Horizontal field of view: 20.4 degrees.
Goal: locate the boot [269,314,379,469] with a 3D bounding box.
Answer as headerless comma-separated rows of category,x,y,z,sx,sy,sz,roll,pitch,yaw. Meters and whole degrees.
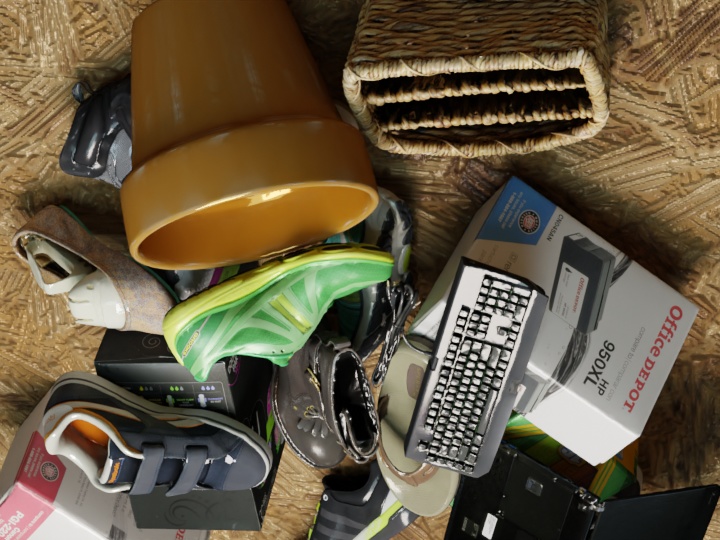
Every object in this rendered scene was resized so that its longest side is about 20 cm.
boot,-0.027,0.120,1.728,0.069,0.174,0.201,-20,119,-13

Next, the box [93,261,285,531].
box,-0.147,0.112,1.792,0.123,0.149,0.201,-1,127,12

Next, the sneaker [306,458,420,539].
sneaker,-0.014,0.234,1.930,0.200,0.072,0.083,-38,89,30

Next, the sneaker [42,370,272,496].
sneaker,-0.175,0.156,1.687,0.198,0.080,0.079,18,128,-4

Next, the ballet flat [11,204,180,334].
ballet flat,-0.233,0.011,1.715,0.199,0.067,0.069,32,138,40

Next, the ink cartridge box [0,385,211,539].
ink cartridge box,-0.244,0.227,1.897,0.199,0.146,0.085,33,124,-15

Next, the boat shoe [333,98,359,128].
boat shoe,-0.078,-0.064,1.698,0.071,0.070,0.200,32,126,-16

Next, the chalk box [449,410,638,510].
chalk box,0.138,0.159,1.796,0.125,0.124,0.200,40,123,-20

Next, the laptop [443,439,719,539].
laptop,0.188,0.225,1.753,0.199,0.103,0.178,30,131,21

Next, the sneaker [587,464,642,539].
sneaker,0.175,0.253,1.870,0.199,0.109,0.070,-31,116,28

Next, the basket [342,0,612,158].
basket,0.095,-0.141,1.561,0.198,0.150,0.144,-3,126,10

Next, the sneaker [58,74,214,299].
sneaker,-0.188,-0.072,1.691,0.113,0.075,0.202,-4,103,21

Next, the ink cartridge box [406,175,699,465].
ink cartridge box,0.163,0.042,1.662,0.199,0.145,0.084,34,150,-5

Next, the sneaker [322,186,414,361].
sneaker,0.000,0.000,1.745,0.079,0.077,0.201,28,136,24

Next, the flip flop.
flip flop,0.044,0.139,1.690,0.080,0.058,0.201,18,138,15

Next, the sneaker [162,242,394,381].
sneaker,-0.062,0.032,1.644,0.198,0.074,0.084,-22,96,1

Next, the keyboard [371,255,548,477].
keyboard,0.068,0.075,1.602,0.126,0.021,0.201,19,123,6

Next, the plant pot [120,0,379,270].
plant pot,-0.101,-0.119,1.568,0.198,0.185,0.200,-12,167,-3
